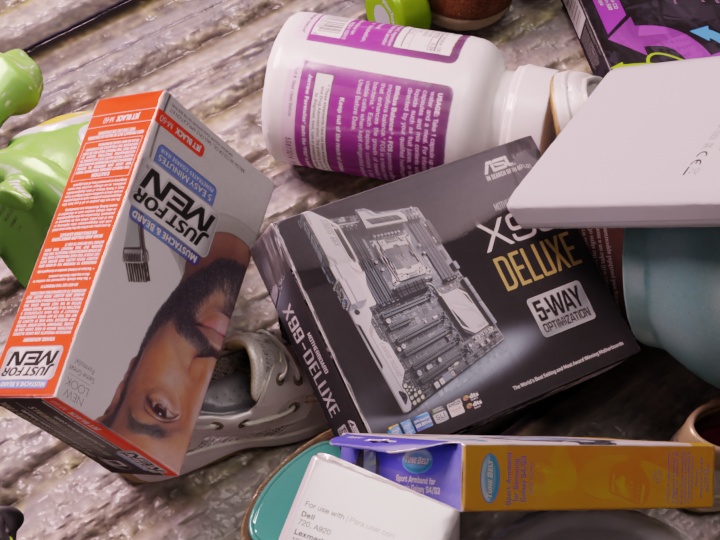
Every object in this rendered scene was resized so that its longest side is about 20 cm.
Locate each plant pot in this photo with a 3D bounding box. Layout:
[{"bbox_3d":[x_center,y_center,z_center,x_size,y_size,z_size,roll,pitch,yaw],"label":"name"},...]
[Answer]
[{"bbox_3d":[0.239,-0.010,1.079,0.134,0.201,0.200,2,45,24],"label":"plant pot"}]

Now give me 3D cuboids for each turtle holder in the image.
[{"bbox_3d":[-0.186,-0.045,1.155,0.185,0.141,0.132,32,54,20],"label":"turtle holder"}]

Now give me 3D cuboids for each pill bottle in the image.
[{"bbox_3d":[0.039,-0.117,1.250,0.200,0.112,0.112,11,49,13],"label":"pill bottle"}]

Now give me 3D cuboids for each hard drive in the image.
[{"bbox_3d":[0.191,-0.077,1.030,0.132,0.026,0.200,-51,27,-24],"label":"hard drive"}]

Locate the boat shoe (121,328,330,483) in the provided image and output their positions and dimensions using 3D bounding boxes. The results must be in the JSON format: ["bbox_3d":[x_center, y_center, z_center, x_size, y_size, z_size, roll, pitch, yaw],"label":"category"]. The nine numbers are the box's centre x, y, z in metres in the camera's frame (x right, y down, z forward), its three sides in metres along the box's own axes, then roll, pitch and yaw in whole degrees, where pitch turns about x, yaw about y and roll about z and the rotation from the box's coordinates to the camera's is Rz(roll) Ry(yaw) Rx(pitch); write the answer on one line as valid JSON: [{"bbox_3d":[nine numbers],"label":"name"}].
[{"bbox_3d":[-0.067,0.071,1.117,0.200,0.069,0.071,-23,56,-24],"label":"boat shoe"}]

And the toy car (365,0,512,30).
[{"bbox_3d":[0.069,-0.302,1.367,0.164,0.200,0.158,-25,57,-26],"label":"toy car"}]

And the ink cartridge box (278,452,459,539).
[{"bbox_3d":[-0.018,0.215,0.911,0.084,0.145,0.200,19,71,10],"label":"ink cartridge box"}]

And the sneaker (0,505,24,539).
[{"bbox_3d":[-0.217,0.169,1.015,0.200,0.072,0.083,33,52,20],"label":"sneaker"}]

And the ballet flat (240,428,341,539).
[{"bbox_3d":[0.001,0.124,1.085,0.070,0.065,0.200,39,58,18],"label":"ballet flat"}]

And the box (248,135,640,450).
[{"bbox_3d":[0.053,0.019,1.081,0.200,0.050,0.158,-19,78,-28],"label":"box"}]

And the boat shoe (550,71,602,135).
[{"bbox_3d":[0.189,-0.100,1.211,0.069,0.200,0.071,-9,82,26],"label":"boat shoe"}]

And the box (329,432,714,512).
[{"bbox_3d":[0.083,0.111,0.971,0.200,0.119,0.042,2,87,-32],"label":"box"}]

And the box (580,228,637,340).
[{"bbox_3d":[0.146,-0.002,1.187,0.200,0.075,0.100,-3,75,-12],"label":"box"}]

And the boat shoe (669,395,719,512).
[{"bbox_3d":[0.289,0.099,1.138,0.200,0.069,0.074,-18,54,-20],"label":"boat shoe"}]

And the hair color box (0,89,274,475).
[{"bbox_3d":[-0.131,0.008,1.035,0.064,0.111,0.200,-3,61,39],"label":"hair color box"}]

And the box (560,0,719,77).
[{"bbox_3d":[0.277,-0.187,1.404,0.200,0.036,0.143,-6,51,-13],"label":"box"}]

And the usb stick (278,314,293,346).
[{"bbox_3d":[0.000,0.000,1.173,0.055,0.033,0.200,29,32,4],"label":"usb stick"}]

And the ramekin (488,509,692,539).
[{"bbox_3d":[0.132,0.224,0.995,0.202,0.094,0.203,3,50,-4],"label":"ramekin"}]
